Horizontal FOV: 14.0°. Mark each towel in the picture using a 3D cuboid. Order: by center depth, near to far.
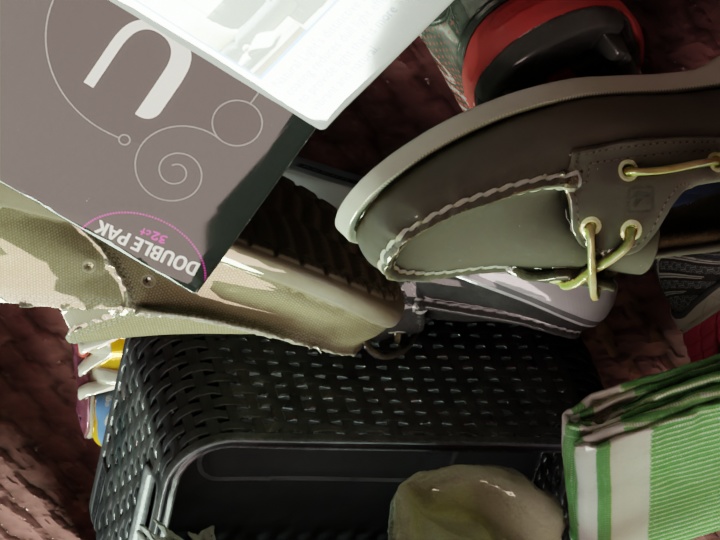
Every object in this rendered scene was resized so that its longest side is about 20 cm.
[{"bbox_3d":[0.173,0.055,1.126,0.200,0.023,0.153,-20,154,-4],"label":"towel"}]

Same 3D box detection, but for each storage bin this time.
[{"bbox_3d":[-0.001,0.092,1.208,0.200,0.094,0.135,2,127,-18],"label":"storage bin"}]

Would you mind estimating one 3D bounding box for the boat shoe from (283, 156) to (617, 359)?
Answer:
[{"bbox_3d":[0.000,0.000,1.159,0.200,0.070,0.066,17,98,9],"label":"boat shoe"}]

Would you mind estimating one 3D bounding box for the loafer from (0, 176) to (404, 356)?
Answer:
[{"bbox_3d":[-0.082,-0.005,1.094,0.200,0.076,0.068,18,116,-12],"label":"loafer"}]

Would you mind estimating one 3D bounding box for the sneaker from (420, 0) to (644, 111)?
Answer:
[{"bbox_3d":[0.064,-0.076,1.074,0.071,0.098,0.200,-27,158,1],"label":"sneaker"}]

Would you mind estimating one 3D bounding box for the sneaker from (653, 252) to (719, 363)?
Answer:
[{"bbox_3d":[0.187,-0.033,1.080,0.200,0.075,0.081,-31,163,32],"label":"sneaker"}]

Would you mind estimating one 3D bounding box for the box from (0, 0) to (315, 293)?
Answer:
[{"bbox_3d":[-0.099,-0.120,1.007,0.200,0.124,0.149,30,113,-15],"label":"box"}]

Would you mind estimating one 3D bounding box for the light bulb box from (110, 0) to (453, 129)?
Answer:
[{"bbox_3d":[-0.042,-0.187,0.881,0.200,0.198,0.125,31,136,-17],"label":"light bulb box"}]

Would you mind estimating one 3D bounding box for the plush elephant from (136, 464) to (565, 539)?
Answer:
[{"bbox_3d":[0.020,0.164,1.119,0.155,0.200,0.165,-6,135,-42],"label":"plush elephant"}]

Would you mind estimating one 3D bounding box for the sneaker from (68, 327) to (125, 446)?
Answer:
[{"bbox_3d":[-0.091,0.024,1.238,0.075,0.090,0.200,-3,137,24],"label":"sneaker"}]

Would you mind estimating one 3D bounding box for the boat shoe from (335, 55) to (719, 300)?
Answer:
[{"bbox_3d":[0.088,-0.027,0.995,0.201,0.060,0.072,-14,156,-29],"label":"boat shoe"}]
